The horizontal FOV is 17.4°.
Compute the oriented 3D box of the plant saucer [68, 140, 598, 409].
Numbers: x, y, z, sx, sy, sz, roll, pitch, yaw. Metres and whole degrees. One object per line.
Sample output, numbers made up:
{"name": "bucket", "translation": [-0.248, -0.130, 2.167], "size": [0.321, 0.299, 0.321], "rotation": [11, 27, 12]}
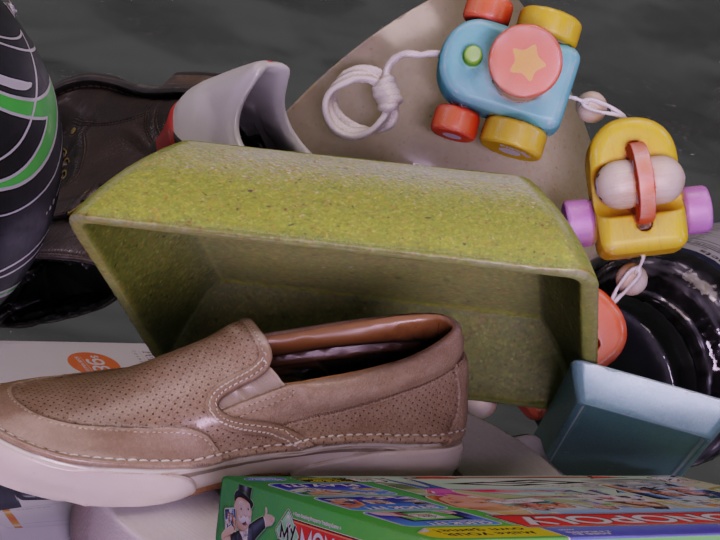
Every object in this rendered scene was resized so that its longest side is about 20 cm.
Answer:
{"name": "plant saucer", "translation": [0.000, 0.000, 0.955], "size": [0.199, 0.048, 0.200], "rotation": [6, -17, 8]}

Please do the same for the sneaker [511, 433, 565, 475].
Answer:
{"name": "sneaker", "translation": [0.124, 0.137, 0.979], "size": [0.200, 0.077, 0.075], "rotation": [23, 24, 21]}

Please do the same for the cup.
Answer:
{"name": "cup", "translation": [0.048, -0.028, 1.206], "size": [0.143, 0.200, 0.200], "rotation": [49, 34, 14]}

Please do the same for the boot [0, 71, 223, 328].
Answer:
{"name": "boot", "translation": [-0.152, -0.032, 1.196], "size": [0.200, 0.069, 0.174], "rotation": [-9, 29, 40]}

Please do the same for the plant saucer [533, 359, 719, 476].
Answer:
{"name": "plant saucer", "translation": [0.112, 0.080, 1.033], "size": [0.070, 0.019, 0.200], "rotation": [15, -16, 2]}

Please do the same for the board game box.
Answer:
{"name": "board game box", "translation": [0.070, 0.092, 0.800], "size": [0.200, 0.029, 0.134], "rotation": [3, 1, -32]}

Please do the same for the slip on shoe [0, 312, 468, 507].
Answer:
{"name": "slip on shoe", "translation": [-0.050, 0.046, 0.877], "size": [0.200, 0.061, 0.076], "rotation": [3, 23, -21]}

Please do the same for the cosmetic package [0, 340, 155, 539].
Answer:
{"name": "cosmetic package", "translation": [-0.120, 0.095, 0.970], "size": [0.150, 0.052, 0.200], "rotation": [4, 25, -30]}

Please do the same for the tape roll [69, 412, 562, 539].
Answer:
{"name": "tape roll", "translation": [-0.011, 0.097, 0.906], "size": [0.202, 0.037, 0.203], "rotation": [10, 21, -4]}

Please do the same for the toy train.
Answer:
{"name": "toy train", "translation": [0.077, -0.033, 1.071], "size": [0.200, 0.150, 0.056], "rotation": [56, -7, 5]}

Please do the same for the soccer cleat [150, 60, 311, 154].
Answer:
{"name": "soccer cleat", "translation": [-0.029, -0.003, 1.101], "size": [0.069, 0.085, 0.200], "rotation": [-15, 77, -49]}

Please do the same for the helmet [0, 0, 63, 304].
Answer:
{"name": "helmet", "translation": [-0.228, -0.054, 1.066], "size": [0.200, 0.200, 0.191], "rotation": [33, 6, 37]}

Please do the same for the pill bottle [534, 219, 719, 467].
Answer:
{"name": "pill bottle", "translation": [0.171, 0.037, 1.191], "size": [0.112, 0.112, 0.200], "rotation": [28, 27, 29]}
